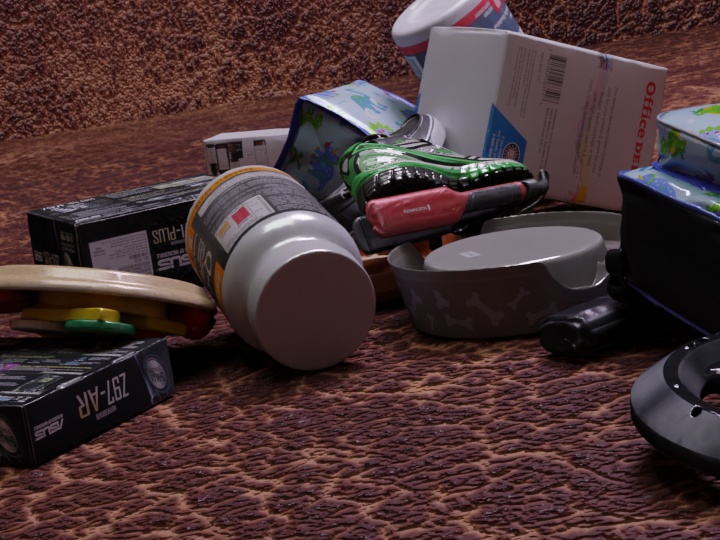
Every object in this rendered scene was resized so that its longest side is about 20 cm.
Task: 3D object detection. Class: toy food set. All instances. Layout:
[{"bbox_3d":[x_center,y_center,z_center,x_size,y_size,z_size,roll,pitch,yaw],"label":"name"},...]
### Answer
[{"bbox_3d":[-0.212,0.030,1.291,0.199,0.049,0.197,0,-8,35],"label":"toy food set"}]

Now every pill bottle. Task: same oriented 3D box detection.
[{"bbox_3d":[-0.063,-0.003,1.288,0.115,0.117,0.200,-12,22,-14],"label":"pill bottle"},{"bbox_3d":[0.132,-0.203,1.740,0.119,0.201,0.120,-30,22,14],"label":"pill bottle"}]

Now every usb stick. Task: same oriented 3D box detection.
[{"bbox_3d":[0.212,0.024,1.198,0.199,0.033,0.055,-18,8,-36],"label":"usb stick"}]

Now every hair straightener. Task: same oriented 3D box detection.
[{"bbox_3d":[0.079,-0.051,1.407,0.199,0.041,0.077,-19,-15,-29],"label":"hair straightener"}]

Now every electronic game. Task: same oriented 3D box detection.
[{"bbox_3d":[0.247,0.075,0.900,0.198,0.042,0.200,-3,18,1],"label":"electronic game"}]

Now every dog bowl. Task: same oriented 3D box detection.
[{"bbox_3d":[0.122,0.003,1.300,0.198,0.059,0.200,-9,11,2],"label":"dog bowl"}]

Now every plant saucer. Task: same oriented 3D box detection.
[{"bbox_3d":[0.000,0.000,1.471,0.198,0.033,0.200,-7,12,2],"label":"plant saucer"}]

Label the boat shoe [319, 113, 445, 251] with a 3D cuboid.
[{"bbox_3d":[0.020,-0.094,1.514,0.068,0.057,0.200,-26,21,40],"label":"boat shoe"}]

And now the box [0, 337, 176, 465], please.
[{"bbox_3d":[-0.261,0.091,1.198,0.199,0.044,0.160,-2,14,31],"label":"box"}]

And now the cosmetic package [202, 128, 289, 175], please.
[{"bbox_3d":[-0.100,-0.134,2.069,0.199,0.083,0.051,-2,15,30],"label":"cosmetic package"}]

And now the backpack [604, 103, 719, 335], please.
[{"bbox_3d":[0.294,-0.036,1.117,0.199,0.148,0.183,-7,22,-31],"label":"backpack"}]

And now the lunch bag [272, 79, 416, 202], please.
[{"bbox_3d":[0.032,-0.104,1.730,0.199,0.128,0.170,26,23,15],"label":"lunch bag"}]

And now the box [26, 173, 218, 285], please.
[{"bbox_3d":[-0.211,-0.032,1.645,0.199,0.087,0.163,-14,13,-26],"label":"box"}]

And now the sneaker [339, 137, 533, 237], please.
[{"bbox_3d":[0.070,-0.085,1.452,0.199,0.078,0.085,3,40,-38],"label":"sneaker"}]

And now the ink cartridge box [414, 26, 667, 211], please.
[{"bbox_3d":[0.173,-0.147,1.618,0.199,0.149,0.144,9,4,-30],"label":"ink cartridge box"}]
